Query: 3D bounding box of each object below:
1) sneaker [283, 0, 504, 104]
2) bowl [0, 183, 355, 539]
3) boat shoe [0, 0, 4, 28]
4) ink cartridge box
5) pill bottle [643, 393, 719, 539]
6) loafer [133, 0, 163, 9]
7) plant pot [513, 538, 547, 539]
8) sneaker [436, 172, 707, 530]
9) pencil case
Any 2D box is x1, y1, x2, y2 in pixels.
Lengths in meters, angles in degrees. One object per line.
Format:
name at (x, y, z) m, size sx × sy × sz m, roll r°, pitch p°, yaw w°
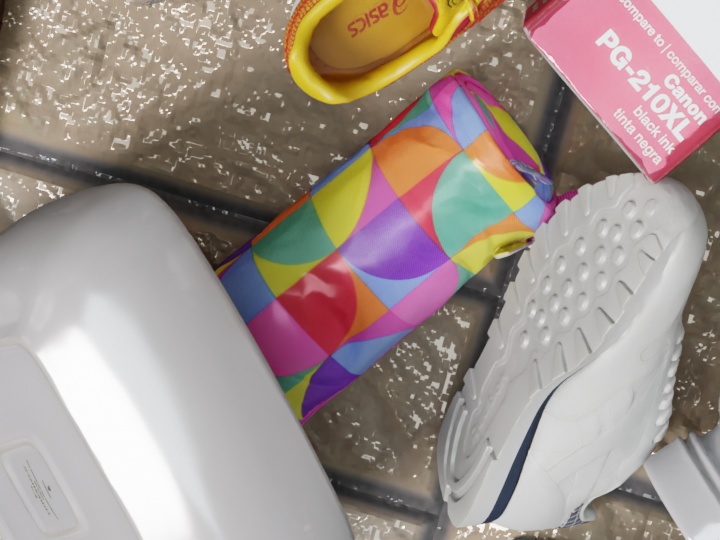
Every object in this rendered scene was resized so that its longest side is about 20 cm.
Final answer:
sneaker at (0.053, -0.137, 0.869) m, size 0.200 × 0.077 × 0.073 m, roll -41°, pitch 109°, yaw 13°
bowl at (-0.109, 0.074, 0.868) m, size 0.074 × 0.199 × 0.201 m, roll -32°, pitch 97°, yaw -34°
boat shoe at (-0.217, -0.059, 0.928) m, size 0.074 × 0.075 × 0.204 m, roll 24°, pitch 104°, yaw 26°
ink cartridge box at (0.166, -0.139, 0.825) m, size 0.200 × 0.145 × 0.084 m, roll -41°, pitch 95°, yaw 11°
pill bottle at (0.225, 0.062, 0.867) m, size 0.199 × 0.109 × 0.109 m, roll -34°, pitch 95°, yaw 7°
loafer at (-0.019, -0.171, 0.882) m, size 0.199 × 0.072 × 0.063 m, roll -35°, pitch 136°, yaw 12°
plant pot at (0.144, 0.248, 0.868) m, size 0.194 × 0.200 × 0.198 m, roll 6°, pitch 101°, yaw 4°
sneaker at (0.103, 0.038, 0.875) m, size 0.080 × 0.077 × 0.201 m, roll 12°, pitch 134°, yaw -19°
pencil case at (0.000, 0.000, 0.901) m, size 0.199 × 0.088 × 0.089 m, roll -37°, pitch 94°, yaw 12°
